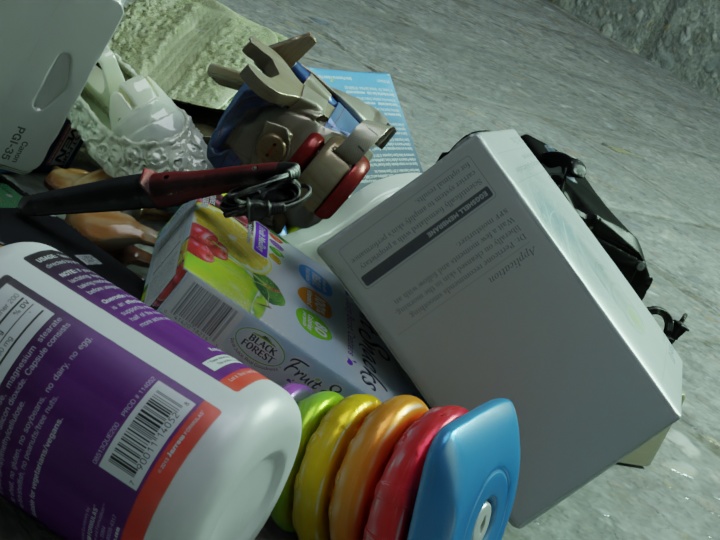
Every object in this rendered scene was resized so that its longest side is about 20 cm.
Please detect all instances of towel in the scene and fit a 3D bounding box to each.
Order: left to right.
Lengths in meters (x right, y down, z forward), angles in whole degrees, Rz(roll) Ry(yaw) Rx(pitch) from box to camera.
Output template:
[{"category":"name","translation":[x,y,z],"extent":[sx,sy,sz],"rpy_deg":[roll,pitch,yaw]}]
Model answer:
[{"category":"towel","translation":[-0.159,-0.149,1.265],"extent":[0.148,0.037,0.200],"rpy_deg":[23,54,17]}]

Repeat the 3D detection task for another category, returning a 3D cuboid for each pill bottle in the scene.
[{"category":"pill bottle","translation":[-0.134,0.061,0.752],"extent":[0.200,0.113,0.112],"rpy_deg":[30,18,16]}]

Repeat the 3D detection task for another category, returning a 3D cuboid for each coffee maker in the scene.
[{"category":"coffee maker","translation":[0.163,-0.020,1.399],"extent":[0.192,0.135,0.200],"rpy_deg":[51,8,-24]}]

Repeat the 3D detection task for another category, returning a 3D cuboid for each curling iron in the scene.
[{"category":"curling iron","translation":[-0.121,-0.046,0.943],"extent":[0.199,0.026,0.050],"rpy_deg":[0,23,27]}]

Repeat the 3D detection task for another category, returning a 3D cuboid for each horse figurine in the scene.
[{"category":"horse figurine","translation":[-0.153,-0.030,1.075],"extent":[0.132,0.050,0.200],"rpy_deg":[7,29,-8]}]

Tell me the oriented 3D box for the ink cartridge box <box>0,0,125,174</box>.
[{"category":"ink cartridge box","translation":[-0.242,-0.183,1.049],"extent":[0.083,0.147,0.200],"rpy_deg":[16,29,-36]}]

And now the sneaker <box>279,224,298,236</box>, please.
[{"category":"sneaker","translation":[-0.083,-0.055,1.237],"extent":[0.078,0.066,0.200],"rpy_deg":[24,20,-11]}]

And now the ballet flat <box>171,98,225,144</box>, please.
[{"category":"ballet flat","translation":[-0.099,-0.104,1.177],"extent":[0.199,0.046,0.067],"rpy_deg":[13,34,-8]}]

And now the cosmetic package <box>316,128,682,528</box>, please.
[{"category":"cosmetic package","translation":[0.097,0.026,0.991],"extent":[0.200,0.123,0.199],"rpy_deg":[55,13,1]}]

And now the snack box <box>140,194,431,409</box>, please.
[{"category":"snack box","translation":[-0.034,0.043,0.959],"extent":[0.200,0.053,0.142],"rpy_deg":[36,19,-15]}]

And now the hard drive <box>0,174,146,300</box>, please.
[{"category":"hard drive","translation":[-0.206,0.003,0.946],"extent":[0.200,0.038,0.140],"rpy_deg":[35,20,26]}]

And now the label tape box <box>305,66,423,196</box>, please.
[{"category":"label tape box","translation":[0.000,-0.064,1.327],"extent":[0.144,0.063,0.201],"rpy_deg":[-7,77,-60]}]

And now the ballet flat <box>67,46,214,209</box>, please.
[{"category":"ballet flat","translation":[-0.167,-0.114,1.094],"extent":[0.072,0.072,0.200],"rpy_deg":[5,27,-47]}]

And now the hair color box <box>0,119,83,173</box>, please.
[{"category":"hair color box","translation":[-0.292,-0.120,1.129],"extent":[0.100,0.061,0.200],"rpy_deg":[44,24,23]}]

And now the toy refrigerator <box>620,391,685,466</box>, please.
[{"category":"toy refrigerator","translation":[0.152,0.061,1.205],"extent":[0.076,0.070,0.200],"rpy_deg":[13,21,-33]}]

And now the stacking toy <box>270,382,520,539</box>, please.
[{"category":"stacking toy","translation":[-0.025,0.102,0.840],"extent":[0.199,0.117,0.110],"rpy_deg":[17,13,23]}]

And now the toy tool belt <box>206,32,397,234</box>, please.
[{"category":"toy tool belt","translation":[-0.056,-0.091,1.026],"extent":[0.123,0.125,0.200],"rpy_deg":[39,4,-5]}]

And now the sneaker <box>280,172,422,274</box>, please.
[{"category":"sneaker","translation":[0.000,0.000,1.123],"extent":[0.200,0.073,0.085],"rpy_deg":[-30,60,-34]}]
